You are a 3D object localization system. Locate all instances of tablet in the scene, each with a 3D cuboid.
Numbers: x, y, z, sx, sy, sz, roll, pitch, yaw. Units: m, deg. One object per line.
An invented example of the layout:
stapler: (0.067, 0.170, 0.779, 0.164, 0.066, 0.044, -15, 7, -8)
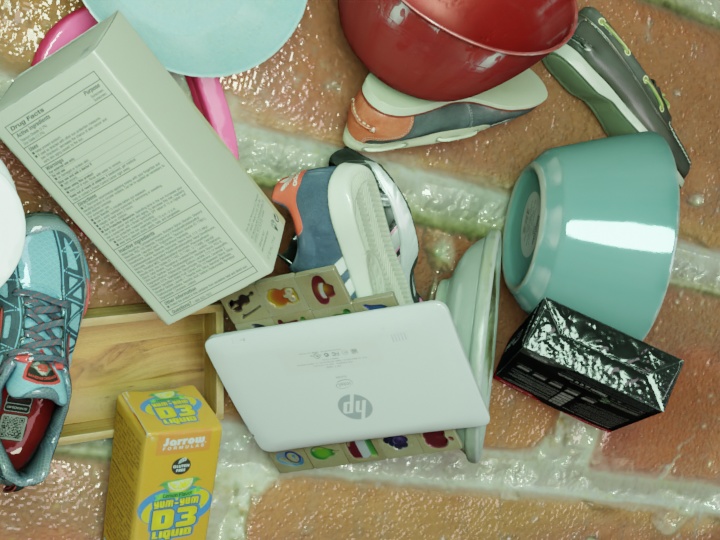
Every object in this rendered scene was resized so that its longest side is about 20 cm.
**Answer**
tablet: (-0.010, 0.087, 0.945, 0.199, 0.014, 0.130, -9, 126, 20)

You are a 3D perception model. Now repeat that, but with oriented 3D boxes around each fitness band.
fitness band: (-0.170, -0.105, 0.923, 0.143, 0.037, 0.201, -23, 111, -21)

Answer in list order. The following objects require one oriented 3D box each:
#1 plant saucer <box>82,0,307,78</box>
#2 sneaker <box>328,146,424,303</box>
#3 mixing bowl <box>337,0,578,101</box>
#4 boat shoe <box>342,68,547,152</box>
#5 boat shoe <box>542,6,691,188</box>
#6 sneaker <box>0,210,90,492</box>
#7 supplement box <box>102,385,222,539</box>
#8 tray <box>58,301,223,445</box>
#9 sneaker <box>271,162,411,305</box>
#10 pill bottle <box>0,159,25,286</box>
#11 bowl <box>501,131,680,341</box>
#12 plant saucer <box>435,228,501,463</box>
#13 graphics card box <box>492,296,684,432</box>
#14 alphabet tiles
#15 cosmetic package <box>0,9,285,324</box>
plant saucer: (-0.131, -0.238, 0.894, 0.201, 0.039, 0.202, 4, 83, -32)
sneaker: (0.000, 0.000, 1.015, 0.086, 0.080, 0.201, -23, 111, -20)
mixing bowl: (0.057, -0.207, 0.954, 0.200, 0.201, 0.108, 6, 142, -29)
boat shoe: (0.074, -0.140, 1.031, 0.200, 0.071, 0.063, -13, 147, -36)
boat shoe: (0.250, -0.155, 1.115, 0.201, 0.072, 0.061, 42, 83, -28)
sneaker: (-0.225, 0.060, 0.858, 0.079, 0.095, 0.201, 4, 100, -29)
supplement box: (-0.161, 0.194, 0.959, 0.066, 0.069, 0.201, -3, 115, -29)
tray: (-0.206, 0.080, 0.948, 0.199, 0.037, 0.099, -6, 104, -28)
sneaker: (-0.017, 0.006, 0.959, 0.075, 0.084, 0.200, -55, 139, -51)
pill bottle: (-0.286, -0.044, 0.781, 0.114, 0.200, 0.114, -7, 105, -27)
bowl: (0.189, -0.030, 1.062, 0.105, 0.201, 0.201, 7, 99, -8)
plant saucer: (0.088, 0.063, 1.042, 0.050, 0.200, 0.201, 5, 102, 9)
graphics card box: (0.189, 0.086, 1.049, 0.125, 0.200, 0.051, 25, 80, 5)
alphabet tiles: (-0.029, 0.082, 0.958, 0.167, 0.008, 0.200, -11, 125, 21)
cosmetic package: (-0.153, -0.068, 0.859, 0.103, 0.073, 0.200, -25, 118, 22)
